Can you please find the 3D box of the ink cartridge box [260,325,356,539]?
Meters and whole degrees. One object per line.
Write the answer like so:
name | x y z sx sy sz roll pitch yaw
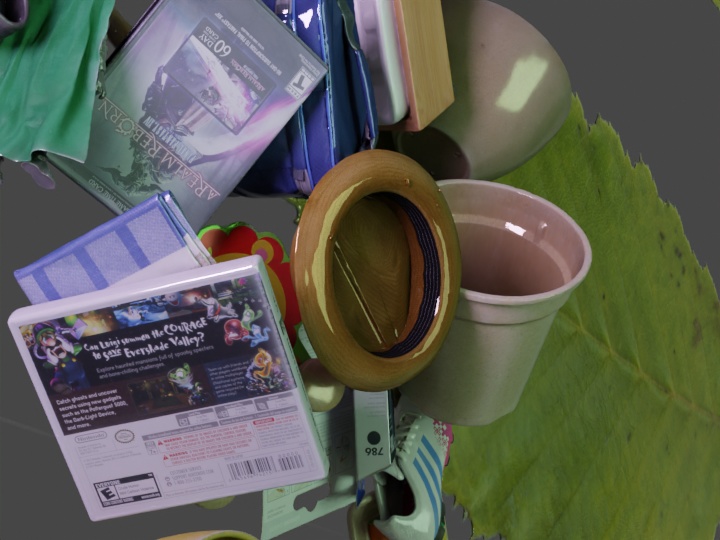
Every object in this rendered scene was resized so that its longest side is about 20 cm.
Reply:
ink cartridge box | -0.064 0.135 1.177 0.161 0.050 0.203 -9 102 -57

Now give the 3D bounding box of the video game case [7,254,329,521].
video game case | -0.141 0.093 0.926 0.023 0.197 0.184 -76 152 -64

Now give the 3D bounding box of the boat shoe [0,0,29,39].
boat shoe | -0.266 -0.258 0.850 0.070 0.065 0.203 -16 103 -55

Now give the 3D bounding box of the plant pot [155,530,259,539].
plant pot | -0.161 0.292 0.932 0.199 0.140 0.203 3 86 -57

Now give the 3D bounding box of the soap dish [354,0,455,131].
soap dish | 0.017 -0.239 1.200 0.080 0.157 0.203 -16 104 -27

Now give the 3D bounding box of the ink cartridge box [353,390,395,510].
ink cartridge box | 0.013 0.125 1.208 0.099 0.039 0.203 -8 97 -86

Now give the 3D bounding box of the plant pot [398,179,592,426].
plant pot | 0.110 0.042 1.213 0.200 0.198 0.186 -42 148 -48

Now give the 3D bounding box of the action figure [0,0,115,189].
action figure | -0.223 -0.151 0.902 0.055 0.116 0.202 79 18 -57

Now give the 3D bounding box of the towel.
towel | -0.149 0.051 0.933 0.201 0.146 0.024 58 16 -19

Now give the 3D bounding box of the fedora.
fedora | 0.000 0.000 1.040 0.199 0.081 0.204 -5 98 -41

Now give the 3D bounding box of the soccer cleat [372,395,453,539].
soccer cleat | 0.051 0.193 1.300 0.086 0.069 0.202 35 43 -36

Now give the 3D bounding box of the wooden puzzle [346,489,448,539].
wooden puzzle | 0.055 0.323 1.354 0.184 0.037 0.203 -14 101 -56

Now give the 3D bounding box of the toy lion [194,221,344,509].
toy lion | -0.119 0.068 1.042 0.200 0.068 0.193 -40 105 -25

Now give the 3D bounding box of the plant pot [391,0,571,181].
plant pot | 0.107 -0.166 1.311 0.135 0.198 0.201 -56 134 -29

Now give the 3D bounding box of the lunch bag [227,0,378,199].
lunch bag | -0.054 -0.151 1.085 0.136 0.130 0.203 -40 125 -71

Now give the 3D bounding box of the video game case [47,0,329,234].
video game case | -0.135 -0.127 0.968 0.143 0.019 0.201 40 87 -29
